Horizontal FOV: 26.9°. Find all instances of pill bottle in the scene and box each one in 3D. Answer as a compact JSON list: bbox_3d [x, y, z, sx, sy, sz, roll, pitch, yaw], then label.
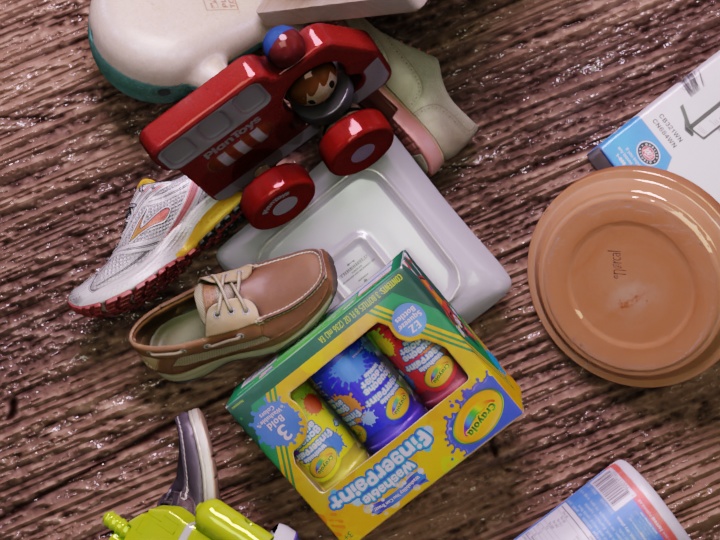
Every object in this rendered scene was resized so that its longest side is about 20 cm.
[{"bbox_3d":[0.183,0.266,1.311,0.200,0.112,0.112,-37,87,-1],"label":"pill bottle"}]

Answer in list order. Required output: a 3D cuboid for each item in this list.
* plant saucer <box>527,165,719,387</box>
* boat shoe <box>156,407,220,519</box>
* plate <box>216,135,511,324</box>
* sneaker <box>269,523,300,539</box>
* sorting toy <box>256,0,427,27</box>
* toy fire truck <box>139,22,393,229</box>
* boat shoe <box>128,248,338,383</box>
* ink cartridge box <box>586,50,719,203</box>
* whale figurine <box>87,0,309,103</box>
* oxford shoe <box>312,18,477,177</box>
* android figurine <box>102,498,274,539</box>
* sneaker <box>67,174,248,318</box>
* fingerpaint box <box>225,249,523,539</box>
[{"bbox_3d":[0.239,0.009,1.314,0.200,0.032,0.201,9,111,25],"label":"plant saucer"},{"bbox_3d":[-0.154,0.224,1.336,0.065,0.072,0.201,-6,92,-5],"label":"boat shoe"},{"bbox_3d":[0.000,0.000,1.349,0.199,0.032,0.200,-40,89,9],"label":"plate"},{"bbox_3d":[-0.042,0.338,1.328,0.146,0.081,0.201,18,85,-4],"label":"sneaker"},{"bbox_3d":[0.013,-0.307,1.277,0.070,0.198,0.200,49,62,-33],"label":"sorting toy"},{"bbox_3d":[-0.071,-0.134,1.260,0.200,0.168,0.112,-35,69,6],"label":"toy fire truck"},{"bbox_3d":[-0.114,0.038,1.308,0.200,0.074,0.076,-29,55,20],"label":"boat shoe"},{"bbox_3d":[0.328,-0.111,1.347,0.200,0.084,0.146,-38,87,-1],"label":"ink cartridge box"},{"bbox_3d":[-0.146,-0.212,1.359,0.199,0.104,0.159,-10,62,-23],"label":"whale figurine"},{"bbox_3d":[0.027,-0.182,1.368,0.074,0.071,0.200,-37,93,-16],"label":"oxford shoe"},{"bbox_3d":[-0.148,0.281,1.281,0.200,0.041,0.182,33,96,12],"label":"android figurine"},{"bbox_3d":[-0.185,-0.033,1.355,0.200,0.078,0.082,-42,83,-12],"label":"sneaker"},{"bbox_3d":[0.013,0.112,1.307,0.200,0.073,0.167,-38,97,11],"label":"fingerpaint box"}]
